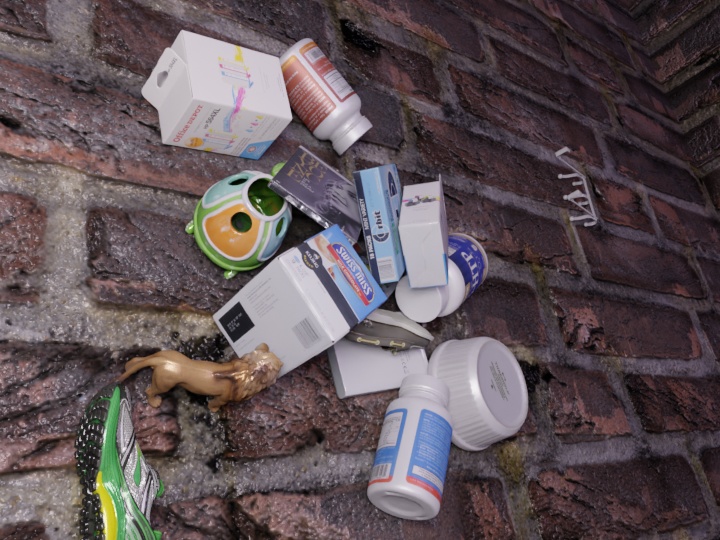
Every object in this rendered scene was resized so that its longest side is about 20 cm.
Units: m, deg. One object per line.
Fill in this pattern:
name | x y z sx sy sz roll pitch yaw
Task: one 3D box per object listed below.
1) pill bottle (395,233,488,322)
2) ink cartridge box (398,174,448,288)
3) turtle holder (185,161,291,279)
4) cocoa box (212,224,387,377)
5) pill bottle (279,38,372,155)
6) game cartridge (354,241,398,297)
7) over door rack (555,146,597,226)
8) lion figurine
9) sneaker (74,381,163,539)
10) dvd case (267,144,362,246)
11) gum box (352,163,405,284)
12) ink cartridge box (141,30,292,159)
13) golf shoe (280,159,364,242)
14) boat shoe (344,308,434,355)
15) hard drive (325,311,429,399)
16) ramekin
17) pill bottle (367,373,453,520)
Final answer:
pill bottle | 0.147 0.015 1.158 0.120 0.119 0.200 56 37 0
ink cartridge box | 0.110 -0.072 1.071 0.201 0.067 0.116 -77 158 -59
turtle holder | -0.159 -0.084 0.961 0.184 0.131 0.142 -18 78 -44
cocoa box | -0.088 0.053 0.894 0.131 0.200 0.134 -33 88 -47
pill bottle | -0.071 -0.320 1.186 0.201 0.112 0.112 50 45 -7
game cartridge | 0.000 0.000 1.099 0.134 0.041 0.200 53 38 -2
over door rack | 0.567 -0.217 1.691 0.199 0.066 0.150 30 46 -52
lion figurine | -0.206 0.133 0.803 0.198 0.122 0.073 7 61 -37
sneaker | -0.277 0.231 0.732 0.085 0.078 0.203 5 72 -46
dvd case | -0.054 -0.121 0.972 0.148 0.016 0.200 35 24 -9
gum box | 0.041 -0.083 1.027 0.200 0.044 0.172 -46 126 -75
ink cartridge box | -0.233 -0.275 1.010 0.198 0.128 0.127 1 65 -39
golf shoe | -0.046 -0.136 1.089 0.200 0.078 0.094 41 52 8
boat shoe | 0.048 0.102 1.044 0.201 0.072 0.061 23 96 -46
hard drive | 0.030 0.138 1.070 0.198 0.026 0.133 0 66 -40
ramekin | 0.215 0.211 1.121 0.201 0.094 0.205 24 54 -38
pill bottle | 0.084 0.268 0.981 0.112 0.112 0.202 35 49 -19
